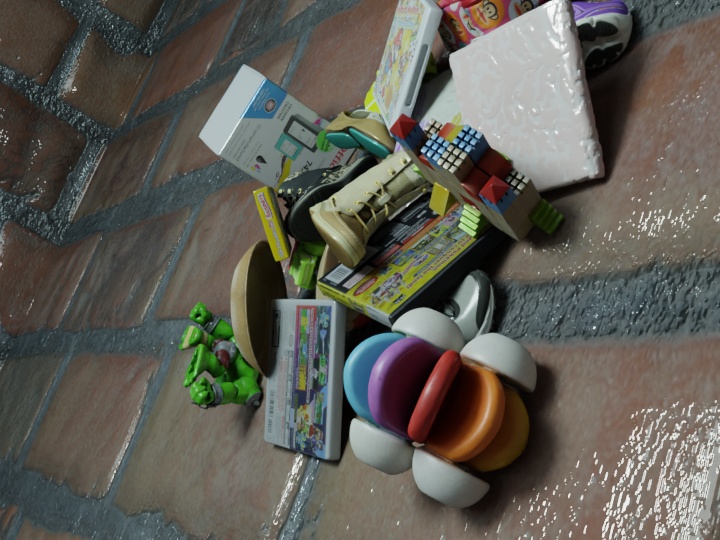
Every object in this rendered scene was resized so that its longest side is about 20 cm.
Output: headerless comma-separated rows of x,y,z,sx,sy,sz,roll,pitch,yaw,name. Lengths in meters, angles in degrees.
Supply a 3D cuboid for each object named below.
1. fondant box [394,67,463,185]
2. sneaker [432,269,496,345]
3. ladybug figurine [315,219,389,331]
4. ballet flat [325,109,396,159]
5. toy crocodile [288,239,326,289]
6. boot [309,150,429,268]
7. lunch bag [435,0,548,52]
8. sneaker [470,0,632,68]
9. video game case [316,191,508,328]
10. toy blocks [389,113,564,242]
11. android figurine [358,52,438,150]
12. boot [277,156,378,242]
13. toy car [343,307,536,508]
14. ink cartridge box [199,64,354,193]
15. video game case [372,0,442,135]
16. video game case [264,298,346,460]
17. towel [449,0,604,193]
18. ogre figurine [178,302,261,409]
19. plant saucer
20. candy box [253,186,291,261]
0.134,-0.210,1.290,0.199,0.058,0.145,-25,43,49,fondant box
0.081,0.083,1.080,0.201,0.079,0.074,-54,27,8,sneaker
0.000,0.000,1.296,0.135,0.072,0.202,-27,42,44,ladybug figurine
0.007,-0.213,1.421,0.063,0.069,0.200,-54,31,-7,ballet flat
-0.078,-0.026,1.411,0.200,0.061,0.068,-76,1,-69,toy crocodile
0.018,-0.082,1.200,0.155,0.073,0.200,-33,15,1,boot
0.194,-0.375,1.279,0.176,0.082,0.200,-37,16,-8,lunch bag
0.233,-0.281,1.158,0.198,0.081,0.084,-4,42,28,sneaker
0.065,-0.018,1.155,0.200,0.026,0.180,-40,29,-17,video game case
0.118,-0.113,1.050,0.200,0.137,0.100,38,88,32,toy blocks
0.055,-0.270,1.495,0.182,0.041,0.201,-41,36,33,android figurine
-0.076,-0.101,1.429,0.153,0.074,0.203,-3,29,45,boot
0.066,0.127,0.953,0.199,0.150,0.176,20,81,35,toy car
-0.137,-0.220,1.592,0.147,0.199,0.146,-57,30,5,ink cartridge box
0.063,-0.307,1.360,0.200,0.023,0.183,-104,28,-62,video game case
-0.076,0.139,1.269,0.182,0.023,0.202,-2,84,58,video game case
0.191,-0.186,1.102,0.190,0.032,0.202,-14,86,54,towel
-0.209,0.141,1.458,0.099,0.119,0.200,-60,26,8,ogre figurine
-0.148,0.056,1.374,0.035,0.201,0.202,-4,51,12,plant saucer
-0.127,-0.071,1.391,0.026,0.103,0.200,-20,6,-1,candy box
